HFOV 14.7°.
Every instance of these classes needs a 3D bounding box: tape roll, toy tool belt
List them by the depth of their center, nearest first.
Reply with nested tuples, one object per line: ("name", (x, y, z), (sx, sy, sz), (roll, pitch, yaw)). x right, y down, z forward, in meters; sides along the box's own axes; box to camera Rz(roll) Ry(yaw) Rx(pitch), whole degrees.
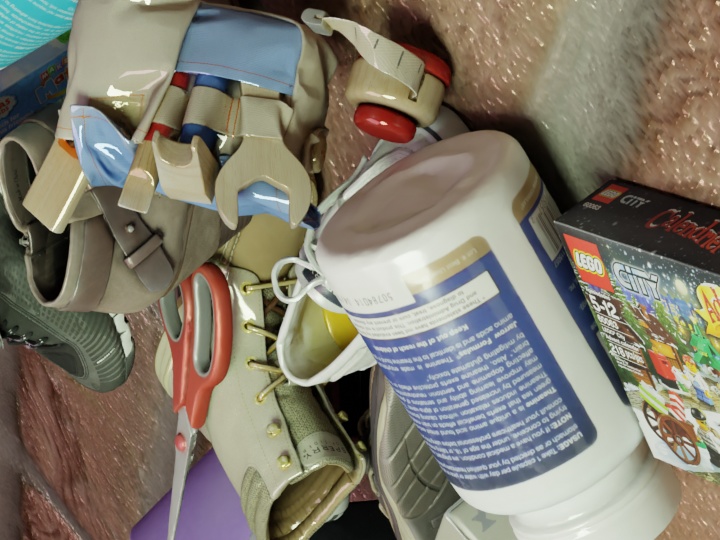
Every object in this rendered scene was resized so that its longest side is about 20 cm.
("toy tool belt", (-0.062, -0.060, 1.354), (0.199, 0.124, 0.125), (13, 169, 22))
("tape roll", (-0.050, 0.209, 1.801), (0.200, 0.085, 0.200), (46, -175, -5))

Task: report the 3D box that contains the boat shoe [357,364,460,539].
("boat shoe", (0.028, 0.102, 1.582), (0.073, 0.074, 0.201), (41, 154, 37))

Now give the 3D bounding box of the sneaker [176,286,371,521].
("sneaker", (-0.039, 0.041, 1.673), (0.201, 0.075, 0.116), (60, 137, 23))

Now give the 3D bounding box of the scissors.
("scissors", (-0.095, 0.089, 1.573), (0.073, 0.014, 0.201), (23, 116, 52))

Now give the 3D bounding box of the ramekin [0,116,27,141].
("ramekin", (-0.187, -0.088, 1.594), (0.200, 0.200, 0.098), (40, 149, 35))

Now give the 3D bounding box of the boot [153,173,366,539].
("boot", (-0.045, 0.046, 1.559), (0.155, 0.072, 0.201), (59, 142, 35))

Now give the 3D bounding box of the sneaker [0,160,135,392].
("sneaker", (-0.192, 0.011, 1.481), (0.066, 0.091, 0.200), (6, 142, 37))

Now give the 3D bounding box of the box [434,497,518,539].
("box", (0.090, 0.166, 1.518), (0.078, 0.095, 0.200), (47, 160, 15))

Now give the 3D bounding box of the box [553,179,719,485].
("box", (0.175, 0.043, 1.202), (0.200, 0.038, 0.137), (21, 142, 57))

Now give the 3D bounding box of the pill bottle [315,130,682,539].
("pill bottle", (0.072, 0.043, 1.326), (0.201, 0.111, 0.111), (59, 160, -20))

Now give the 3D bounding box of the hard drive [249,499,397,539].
("hard drive", (0.030, 0.212, 1.654), (0.200, 0.134, 0.042), (57, 135, 39))

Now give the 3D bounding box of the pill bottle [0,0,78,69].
("pill bottle", (-0.180, -0.169, 1.429), (0.199, 0.111, 0.111), (-26, 102, 31))

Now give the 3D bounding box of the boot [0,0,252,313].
("boot", (-0.126, -0.079, 1.458), (0.070, 0.146, 0.201), (-5, 100, 47))

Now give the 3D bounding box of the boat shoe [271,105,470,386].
("boat shoe", (-0.003, -0.003, 1.414), (0.075, 0.086, 0.202), (51, 146, 14))

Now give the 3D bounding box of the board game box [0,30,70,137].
("board game box", (-0.213, -0.143, 1.545), (0.151, 0.200, 0.037), (41, 155, 31))
